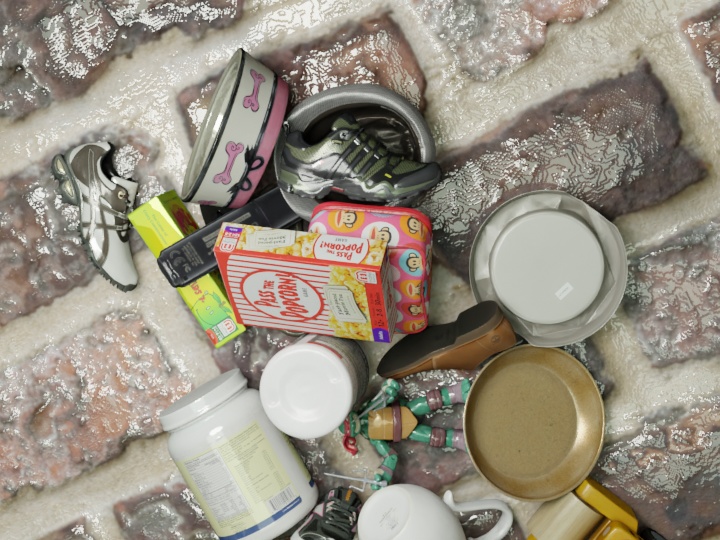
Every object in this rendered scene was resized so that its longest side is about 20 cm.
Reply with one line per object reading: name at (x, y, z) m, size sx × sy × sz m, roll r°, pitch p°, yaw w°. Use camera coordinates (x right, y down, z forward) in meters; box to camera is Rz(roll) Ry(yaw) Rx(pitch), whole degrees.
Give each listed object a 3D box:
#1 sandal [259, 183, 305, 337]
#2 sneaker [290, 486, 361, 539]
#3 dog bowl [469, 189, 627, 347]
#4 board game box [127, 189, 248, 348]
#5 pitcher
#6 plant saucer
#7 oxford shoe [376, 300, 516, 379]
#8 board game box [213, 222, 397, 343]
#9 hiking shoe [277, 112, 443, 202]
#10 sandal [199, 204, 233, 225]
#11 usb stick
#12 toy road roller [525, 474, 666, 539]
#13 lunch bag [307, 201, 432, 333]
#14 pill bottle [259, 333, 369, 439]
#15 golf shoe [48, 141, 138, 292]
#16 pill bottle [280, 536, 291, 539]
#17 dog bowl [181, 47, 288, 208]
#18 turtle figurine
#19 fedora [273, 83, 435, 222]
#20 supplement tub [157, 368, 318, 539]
sandal at (-0.099, -0.011, 1.631) m, size 0.081 × 0.055 × 0.201 m, roll -3°, pitch 98°, yaw 5°
sneaker at (-0.037, 0.319, 1.608) m, size 0.080 × 0.200 × 0.087 m, roll 30°, pitch 90°, yaw -6°
dog bowl at (0.237, -0.006, 1.606) m, size 0.199 × 0.059 × 0.201 m, roll 1°, pitch 99°, yaw 4°
board game box at (-0.212, -0.004, 1.616) m, size 0.048 × 0.102 × 0.200 m, roll -32°, pitch 95°, yaw 8°
pitcher at (0.100, 0.337, 1.619) m, size 0.172 × 0.121 × 0.200 m, roll -50°, pitch 129°, yaw -5°
plant saucer at (0.218, 0.195, 1.621) m, size 0.199 × 0.035 × 0.201 m, roll 1°, pitch 86°, yaw -17°
oxford shoe at (0.108, 0.108, 1.609) m, size 0.199 × 0.071 × 0.071 m, roll -23°, pitch 122°, yaw 33°
board game box at (-0.062, 0.016, 1.498) m, size 0.199 × 0.152 × 0.046 m, roll 7°, pitch 55°, yaw 13°
hiking shoe at (-0.001, -0.136, 1.503) m, size 0.199 × 0.076 × 0.101 m, roll 1°, pitch 102°, yaw 2°
sandal at (-0.157, -0.022, 1.607) m, size 0.075 × 0.045 × 0.201 m, roll -35°, pitch 73°, yaw 34°
usb stick at (-0.159, -0.044, 1.566) m, size 0.200 × 0.033 × 0.056 m, roll -32°, pitch 85°, yaw -24°
toy road roller at (0.316, 0.370, 1.611) m, size 0.200 × 0.146 × 0.123 m, roll 38°, pitch 99°, yaw -2°
lunch bag at (0.000, 0.000, 1.561) m, size 0.175 × 0.200 × 0.082 m, roll 4°, pitch 57°, yaw 5°
pill bottle at (-0.049, 0.134, 1.571) m, size 0.113 × 0.200 × 0.115 m, roll 1°, pitch 95°, yaw 9°
golf shoe at (-0.321, -0.071, 1.627) m, size 0.094 × 0.078 × 0.201 m, roll -24°, pitch 97°, yaw 7°
pill bottle at (-0.093, 0.428, 1.622) m, size 0.112 × 0.200 × 0.113 m, roll 1°, pitch 99°, yaw 4°
dog bowl at (-0.151, -0.166, 1.548) m, size 0.073 × 0.200 × 0.201 m, roll 21°, pitch 100°, yaw -15°
turtle figurine at (0.045, 0.198, 1.630) m, size 0.199 × 0.101 × 0.150 m, roll -6°, pitch 113°, yaw -7°
fedora at (-0.006, -0.145, 1.586) m, size 0.199 × 0.090 × 0.178 m, roll -17°, pitch 98°, yaw 4°
supplement tub at (-0.159, 0.243, 1.627) m, size 0.145 × 0.145 × 0.201 m, roll -29°, pitch 95°, yaw 8°
